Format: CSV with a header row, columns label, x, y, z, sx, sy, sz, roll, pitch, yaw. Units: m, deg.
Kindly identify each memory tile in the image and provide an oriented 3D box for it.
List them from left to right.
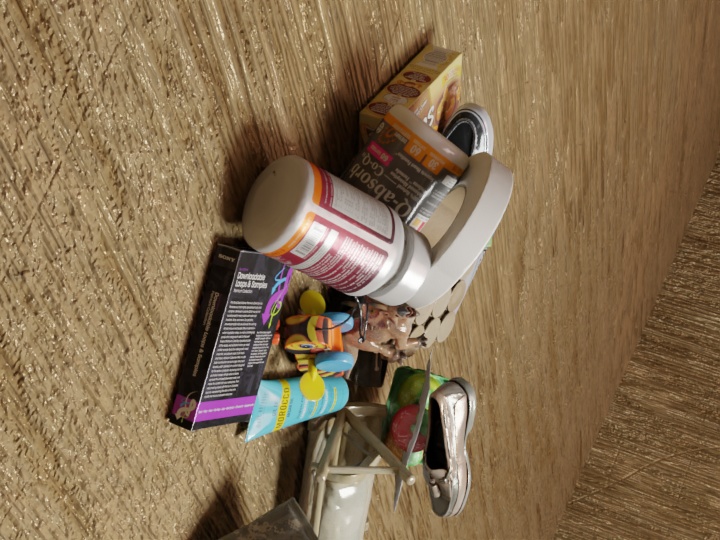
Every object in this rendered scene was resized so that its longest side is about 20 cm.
label,x,y,z,sx,sy,sz,roll,pitch,yaw
memory tile,0.097,0.046,1.828,0.200,0.017,0.154,-17,128,-59

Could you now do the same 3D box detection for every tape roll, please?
label,x,y,z,sx,sy,sz,roll,pitch,yaw
tape roll,0.103,-0.047,1.534,0.203,0.037,0.203,-51,-165,19

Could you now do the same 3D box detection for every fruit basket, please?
label,x,y,z,sx,sy,sz,roll,pitch,yaw
fruit basket,0.080,0.218,1.818,0.200,0.093,0.187,-99,-156,-77

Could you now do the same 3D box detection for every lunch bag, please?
label,x,y,z,sx,sy,sz,roll,pitch,yaw
lunch bag,-0.115,0.396,1.566,0.163,0.118,0.201,-26,141,-15

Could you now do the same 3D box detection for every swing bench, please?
label,x,y,z,sx,sy,sz,roll,pitch,yaw
swing bench,-0.022,0.307,1.743,0.200,0.129,0.201,-115,-149,-66

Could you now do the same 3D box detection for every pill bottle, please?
label,x,y,z,sx,sy,sz,roll,pitch,yaw
pill bottle,-0.022,-0.038,1.423,0.199,0.109,0.110,27,80,-36
pill bottle,0.029,-0.086,1.553,0.201,0.116,0.116,-54,159,8

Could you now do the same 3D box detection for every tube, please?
label,x,y,z,sx,sy,sz,roll,pitch,yaw
tube,-0.084,0.163,1.632,0.200,0.050,0.078,-5,104,-61

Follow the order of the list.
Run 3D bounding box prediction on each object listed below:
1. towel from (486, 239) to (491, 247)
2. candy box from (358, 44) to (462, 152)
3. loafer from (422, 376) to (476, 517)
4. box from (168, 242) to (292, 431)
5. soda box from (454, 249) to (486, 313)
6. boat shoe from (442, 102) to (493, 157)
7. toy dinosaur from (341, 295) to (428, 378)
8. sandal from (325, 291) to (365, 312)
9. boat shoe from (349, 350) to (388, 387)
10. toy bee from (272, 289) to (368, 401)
label,x,y,z,sx,sy,sz,roll,pitch,yaw
towel,0.128,-0.090,1.858,0.199,0.031,0.151,-11,107,-47
candy box,0.066,-0.195,1.691,0.200,0.055,0.116,-49,148,-44
loafer,0.106,0.238,1.727,0.063,0.072,0.202,-13,116,-39
box,-0.139,0.072,1.438,0.143,0.036,0.202,6,102,-69
soda box,0.146,-0.022,2.006,0.201,0.063,0.069,-62,156,-22
boat shoe,0.116,-0.123,1.722,0.068,0.071,0.201,-38,153,-56
toy dinosaur,0.013,0.064,1.648,0.135,0.200,0.086,8,56,-42
sandal,-0.001,0.000,1.708,0.201,0.048,0.075,-54,152,-9
boat shoe,0.041,0.072,1.834,0.201,0.057,0.067,-66,157,-14
toy bee,-0.059,0.076,1.576,0.201,0.108,0.132,102,-12,-47
